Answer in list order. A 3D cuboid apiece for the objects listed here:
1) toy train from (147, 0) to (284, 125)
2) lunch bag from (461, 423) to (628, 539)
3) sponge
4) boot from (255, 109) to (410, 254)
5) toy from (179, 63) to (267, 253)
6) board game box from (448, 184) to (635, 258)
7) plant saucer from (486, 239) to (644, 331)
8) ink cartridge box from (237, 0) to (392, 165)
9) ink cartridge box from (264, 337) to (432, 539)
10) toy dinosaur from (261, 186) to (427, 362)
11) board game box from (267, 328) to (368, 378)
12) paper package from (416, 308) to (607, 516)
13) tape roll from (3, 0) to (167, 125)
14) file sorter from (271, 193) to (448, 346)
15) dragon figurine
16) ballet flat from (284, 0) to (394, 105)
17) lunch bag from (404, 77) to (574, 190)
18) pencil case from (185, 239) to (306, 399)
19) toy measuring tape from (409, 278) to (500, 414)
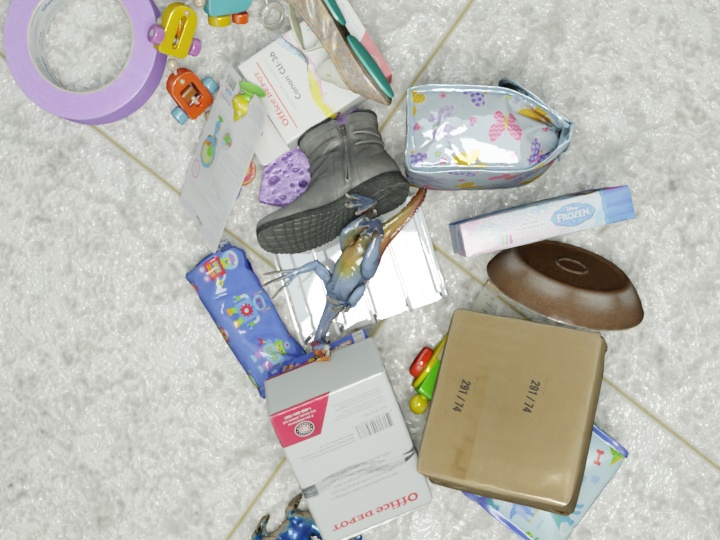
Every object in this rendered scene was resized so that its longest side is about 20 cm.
[{"bbox_3d":[-0.196,-0.294,1.337,0.201,0.150,0.055,-49,45,-5],"label":"toy train"},{"bbox_3d":[0.208,0.229,1.316,0.199,0.127,0.171,38,91,12],"label":"lunch bag"},{"bbox_3d":[-0.063,-0.177,1.356,0.109,0.030,0.204,10,90,0],"label":"sponge"},{"bbox_3d":[-0.050,-0.107,1.253,0.197,0.070,0.133,-21,61,-14],"label":"boot"},{"bbox_3d":[-0.158,-0.137,1.298,0.047,0.115,0.202,-2,127,-36],"label":"toy"},{"bbox_3d":[0.210,-0.060,1.266,0.195,0.200,0.044,-14,92,1],"label":"board game box"},{"bbox_3d":[0.251,0.008,1.267,0.196,0.201,0.037,13,113,1],"label":"plant saucer"},{"bbox_3d":[-0.071,-0.232,1.307,0.198,0.067,0.117,-34,89,1],"label":"ink cartridge box"},{"bbox_3d":[-0.013,0.204,1.246,0.143,0.084,0.203,-21,118,-1],"label":"ink cartridge box"},{"bbox_3d":[-0.004,0.016,1.203,0.197,0.105,0.184,-11,131,-26],"label":"toy dinosaur"},{"bbox_3d":[-0.017,0.189,1.312,0.132,0.045,0.202,-22,118,1],"label":"board game box"},{"bbox_3d":[0.176,0.161,1.215,0.187,0.104,0.204,10,75,18],"label":"paper package"},{"bbox_3d":[-0.350,-0.292,1.344,0.196,0.066,0.205,0,92,2],"label":"tape roll"},{"bbox_3d":[0.000,0.000,1.311,0.196,0.125,0.141,-18,91,1],"label":"file sorter"},{"bbox_3d":[-0.090,0.358,1.353,0.198,0.059,0.100,-33,90,1],"label":"dragon figurine"},{"bbox_3d":[-0.034,-0.268,1.250,0.067,0.068,0.202,-33,84,19],"label":"ballet flat"},{"bbox_3d":[0.153,-0.163,1.282,0.196,0.170,0.130,3,88,5],"label":"lunch bag"},{"bbox_3d":[-0.141,0.061,1.340,0.086,0.078,0.202,-32,90,-19],"label":"pencil case"},{"bbox_3d":[0.117,0.101,1.352,0.073,0.074,0.201,34,70,0],"label":"toy measuring tape"}]
